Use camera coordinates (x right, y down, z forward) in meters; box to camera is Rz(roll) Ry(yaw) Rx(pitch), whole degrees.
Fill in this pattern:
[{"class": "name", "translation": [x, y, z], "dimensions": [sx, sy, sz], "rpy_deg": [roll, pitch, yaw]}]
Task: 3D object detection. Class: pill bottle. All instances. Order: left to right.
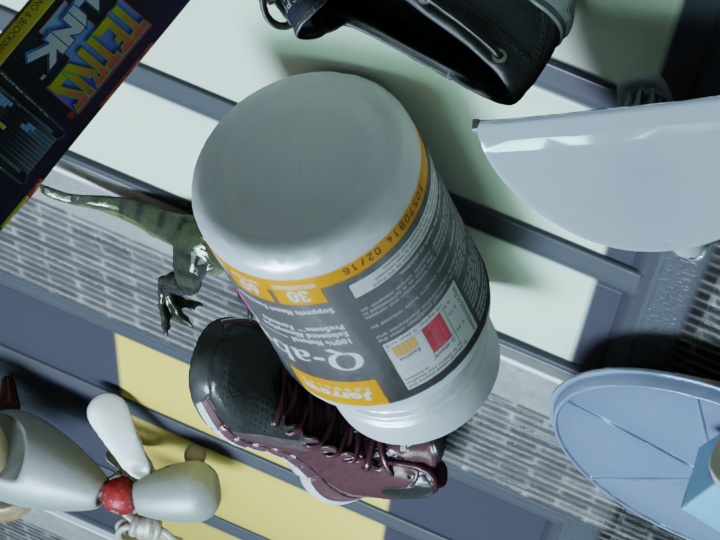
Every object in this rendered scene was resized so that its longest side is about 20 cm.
[{"class": "pill bottle", "translation": [0.000, 0.000, 1.311], "dimensions": [0.116, 0.117, 0.200], "rpy_deg": [13, 153, 28]}]

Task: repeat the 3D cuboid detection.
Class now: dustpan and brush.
[{"class": "dustpan and brush", "translation": [0.136, -0.039, 1.167], "dimensions": [0.139, 0.057, 0.200], "rpy_deg": [-5, 147, 14]}]

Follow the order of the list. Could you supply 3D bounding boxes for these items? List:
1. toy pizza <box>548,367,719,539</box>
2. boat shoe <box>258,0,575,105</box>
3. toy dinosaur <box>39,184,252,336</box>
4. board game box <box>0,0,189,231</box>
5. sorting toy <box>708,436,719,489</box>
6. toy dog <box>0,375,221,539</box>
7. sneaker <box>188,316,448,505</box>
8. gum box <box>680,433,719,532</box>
[{"class": "toy pizza", "translation": [0.199, 0.101, 1.426], "dimensions": [0.199, 0.032, 0.200], "rpy_deg": [21, 155, 10]}, {"class": "boat shoe", "translation": [-0.009, -0.126, 1.118], "dimensions": [0.199, 0.066, 0.070], "rpy_deg": [25, 157, 2]}, {"class": "toy dinosaur", "translation": [-0.087, -0.003, 1.483], "dimensions": [0.199, 0.048, 0.088], "rpy_deg": [13, 139, 28]}, {"class": "board game box", "translation": [-0.150, -0.078, 1.180], "dimensions": [0.057, 0.165, 0.200], "rpy_deg": [41, 169, -8]}, {"class": "sorting toy", "translation": [0.239, 0.053, 1.143], "dimensions": [0.180, 0.201, 0.107], "rpy_deg": [14, -174, 37]}, {"class": "toy dog", "translation": [-0.197, 0.125, 1.841], "dimensions": [0.199, 0.097, 0.132], "rpy_deg": [13, 155, -9]}, {"class": "sneaker", "translation": [-0.009, 0.085, 1.570], "dimensions": [0.115, 0.076, 0.200], "rpy_deg": [2, 158, 34]}, {"class": "gum box", "translation": [0.283, 0.108, 1.291], "dimensions": [0.170, 0.045, 0.200], "rpy_deg": [31, 144, -11]}]
